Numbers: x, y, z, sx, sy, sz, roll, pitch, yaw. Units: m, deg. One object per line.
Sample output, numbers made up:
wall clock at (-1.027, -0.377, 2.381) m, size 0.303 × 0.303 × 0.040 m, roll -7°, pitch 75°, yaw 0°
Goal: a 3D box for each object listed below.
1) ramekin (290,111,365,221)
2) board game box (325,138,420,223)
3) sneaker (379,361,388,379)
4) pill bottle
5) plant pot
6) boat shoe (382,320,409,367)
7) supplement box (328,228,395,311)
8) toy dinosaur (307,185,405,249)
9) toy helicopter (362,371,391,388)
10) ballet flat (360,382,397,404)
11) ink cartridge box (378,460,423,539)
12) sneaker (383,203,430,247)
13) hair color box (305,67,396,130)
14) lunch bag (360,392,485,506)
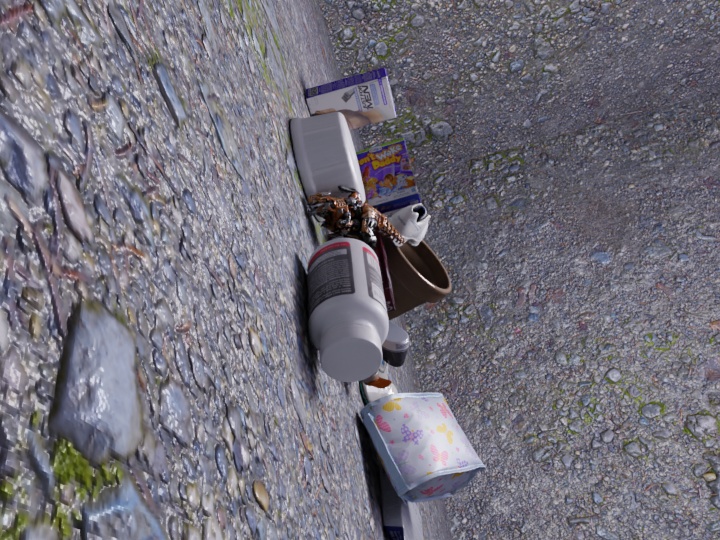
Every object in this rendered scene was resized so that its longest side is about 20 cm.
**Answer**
ramekin at (-0.057, -0.202, 1.221) m, size 0.200 × 0.097 × 0.202 m, roll -14°, pitch 90°, yaw -84°
board game box at (0.012, -0.181, 1.332) m, size 0.045 × 0.199 × 0.135 m, roll 59°, pitch 17°, yaw -66°
sneaker at (0.036, 0.185, 1.314) m, size 0.201 × 0.072 × 0.072 m, roll 71°, pitch 5°, yaw -49°
pill bottle at (-0.019, 0.053, 0.896) m, size 0.201 × 0.110 × 0.111 m, roll -97°, pitch 171°, yaw -52°
plant pot at (0.072, 0.021, 1.404) m, size 0.200 × 0.174 × 0.201 m, roll 39°, pitch 25°, yaw -22°
boat shoe at (0.026, 0.116, 1.197) m, size 0.200 × 0.070 × 0.067 m, roll 33°, pitch -51°, yaw 50°
supplement box at (0.000, 0.000, 1.228) m, size 0.201 × 0.108 × 0.061 m, roll -96°, pitch 170°, yaw -50°
toy dinosaur at (-0.003, -0.077, 1.146) m, size 0.102 × 0.199 × 0.137 m, roll 144°, pitch -45°, yaw -74°
toy helicopter at (0.002, 0.140, 1.106) m, size 0.200 × 0.078 × 0.133 m, roll 123°, pitch -53°, yaw -81°
ballet flat at (0.049, 0.258, 1.293) m, size 0.200 × 0.069 × 0.070 m, roll 67°, pitch 10°, yaw -56°
ink cartridge box at (0.080, 0.477, 1.164) m, size 0.200 × 0.043 × 0.197 m, roll -90°, pitch 164°, yaw -57°
sneaker at (0.112, -0.099, 1.331) m, size 0.075 × 0.087 × 0.200 m, roll 52°, pitch 21°, yaw 5°
hair color box at (-0.022, -0.402, 1.542) m, size 0.065 × 0.199 × 0.110 m, roll -95°, pitch 169°, yaw -51°
lunch bag at (0.094, 0.312, 1.133) m, size 0.199 × 0.127 × 0.170 m, roll 13°, pitch 37°, yaw -49°
